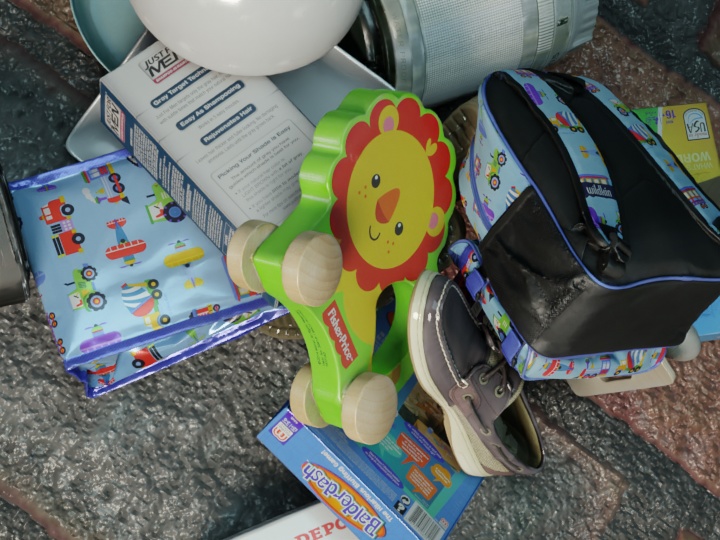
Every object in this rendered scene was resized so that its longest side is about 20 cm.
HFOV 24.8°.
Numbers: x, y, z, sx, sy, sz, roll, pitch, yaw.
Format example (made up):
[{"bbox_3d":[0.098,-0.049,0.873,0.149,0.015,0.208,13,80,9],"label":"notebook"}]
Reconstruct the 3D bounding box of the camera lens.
[{"bbox_3d":[0.070,-0.220,1.318,0.198,0.160,0.161,-20,83,-19],"label":"camera lens"}]

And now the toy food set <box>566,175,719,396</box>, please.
[{"bbox_3d":[0.248,0.008,1.279,0.060,0.143,0.201,40,70,-12],"label":"toy food set"}]

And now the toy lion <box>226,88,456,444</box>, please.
[{"bbox_3d":[0.007,-0.014,1.117,0.192,0.068,0.201,-47,133,-32],"label":"toy lion"}]

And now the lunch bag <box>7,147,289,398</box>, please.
[{"bbox_3d":[-0.140,-0.018,1.213,0.198,0.094,0.152,-21,73,-4],"label":"lunch bag"}]

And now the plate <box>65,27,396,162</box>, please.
[{"bbox_3d":[-0.096,-0.115,1.274,0.199,0.032,0.200,37,105,-4],"label":"plate"}]

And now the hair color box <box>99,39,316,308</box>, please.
[{"bbox_3d":[-0.088,-0.081,1.180,0.100,0.061,0.200,-37,75,-23],"label":"hair color box"}]

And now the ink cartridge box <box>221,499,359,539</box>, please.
[{"bbox_3d":[-0.030,0.277,1.212,0.143,0.084,0.202,-20,81,-19],"label":"ink cartridge box"}]

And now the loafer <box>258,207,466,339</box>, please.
[{"bbox_3d":[0.000,0.000,1.244,0.067,0.199,0.077,-12,85,-62],"label":"loafer"}]

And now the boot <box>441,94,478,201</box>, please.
[{"bbox_3d":[0.080,-0.081,1.322,0.166,0.200,0.073,-13,70,-54],"label":"boot"}]

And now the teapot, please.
[{"bbox_3d":[-0.072,-0.247,1.154,0.196,0.146,0.201,24,56,1],"label":"teapot"}]

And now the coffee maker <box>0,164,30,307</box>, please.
[{"bbox_3d":[-0.334,-0.002,1.138,0.198,0.192,0.136,-17,118,-14],"label":"coffee maker"}]

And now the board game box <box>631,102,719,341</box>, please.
[{"bbox_3d":[0.239,-0.035,1.384,0.152,0.040,0.202,-7,79,-17],"label":"board game box"}]

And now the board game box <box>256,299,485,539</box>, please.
[{"bbox_3d":[0.028,0.117,1.235,0.152,0.045,0.200,45,36,-1],"label":"board game box"}]

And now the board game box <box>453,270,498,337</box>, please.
[{"bbox_3d":[0.136,-0.016,1.264,0.032,0.120,0.201,19,63,35],"label":"board game box"}]

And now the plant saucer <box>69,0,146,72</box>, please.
[{"bbox_3d":[-0.139,-0.225,1.333,0.198,0.027,0.202,3,77,-14],"label":"plant saucer"}]

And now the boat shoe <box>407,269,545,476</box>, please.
[{"bbox_3d":[0.086,0.076,1.155,0.064,0.201,0.072,3,46,27],"label":"boat shoe"}]

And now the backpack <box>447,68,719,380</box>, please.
[{"bbox_3d":[0.146,-0.040,1.137,0.181,0.135,0.201,-4,53,-40],"label":"backpack"}]
